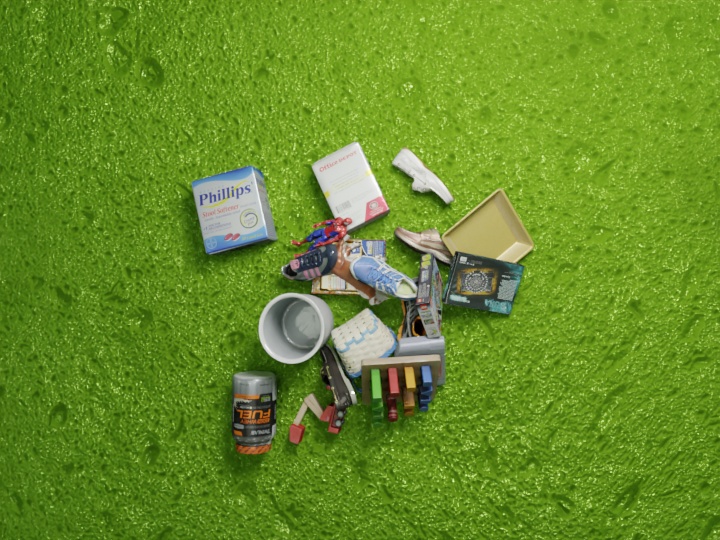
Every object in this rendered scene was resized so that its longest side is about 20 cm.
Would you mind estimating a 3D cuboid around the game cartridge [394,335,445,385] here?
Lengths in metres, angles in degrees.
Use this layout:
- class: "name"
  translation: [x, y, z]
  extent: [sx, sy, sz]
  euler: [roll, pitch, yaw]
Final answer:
- class: "game cartridge"
  translation: [0.152, 0.241, 1.506]
  extent: [0.130, 0.202, 0.041]
  euler: [-4, 47, 6]

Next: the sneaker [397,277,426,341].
- class: "sneaker"
  translation: [0.151, 0.111, 1.529]
  extent: [0.077, 0.077, 0.203]
  euler: [19, 64, -26]

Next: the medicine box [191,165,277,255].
- class: "medicine box"
  translation: [-0.344, -0.161, 1.602]
  extent: [0.179, 0.103, 0.204]
  euler: [-14, 88, 6]

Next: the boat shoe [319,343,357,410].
- class: "boat shoe"
  translation: [-0.073, 0.277, 1.534]
  extent: [0.060, 0.072, 0.202]
  euler: [-21, 45, -13]

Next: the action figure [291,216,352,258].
- class: "action figure"
  translation: [-0.100, -0.092, 1.539]
  extent: [0.198, 0.051, 0.066]
  euler: [-25, 64, 29]

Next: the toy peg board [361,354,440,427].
- class: "toy peg board"
  translation: [0.102, 0.313, 1.479]
  extent: [0.195, 0.202, 0.099]
  euler: [-3, 50, -1]

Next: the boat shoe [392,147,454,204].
- class: "boat shoe"
  translation: [0.166, -0.240, 1.569]
  extent: [0.069, 0.071, 0.200]
  euler: [-45, 77, 5]

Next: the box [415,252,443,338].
- class: "box"
  translation: [0.176, 0.060, 1.476]
  extent: [0.034, 0.201, 0.111]
  euler: [-11, 125, 18]

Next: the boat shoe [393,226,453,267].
- class: "boat shoe"
  translation: [0.185, -0.076, 1.563]
  extent: [0.197, 0.076, 0.073]
  euler: [25, 88, -3]

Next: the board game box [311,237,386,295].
- class: "board game box"
  translation: [-0.031, -0.010, 1.593]
  extent: [0.196, 0.046, 0.155]
  euler: [3, 90, 6]

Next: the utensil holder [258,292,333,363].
- class: "utensil holder"
  translation: [-0.161, 0.143, 1.528]
  extent: [0.166, 0.200, 0.174]
  euler: [0, 89, 5]

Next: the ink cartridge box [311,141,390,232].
- class: "ink cartridge box"
  translation: [-0.024, -0.220, 1.578]
  extent: [0.143, 0.083, 0.203]
  euler: [-25, 87, 6]

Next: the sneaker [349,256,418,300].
- class: "sneaker"
  translation: [0.066, 0.018, 1.466]
  extent: [0.197, 0.077, 0.077]
  euler: [22, 88, -15]

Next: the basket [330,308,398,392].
- class: "basket"
  translation: [0.027, 0.214, 1.547]
  extent: [0.175, 0.139, 0.202]
  euler: [-31, 113, 1]

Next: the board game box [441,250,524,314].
- class: "board game box"
  translation: [0.318, 0.034, 1.514]
  extent: [0.197, 0.028, 0.138]
  euler: [11, 103, -19]

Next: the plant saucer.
- class: "plant saucer"
  translation: [0.325, -0.080, 1.522]
  extent: [0.199, 0.048, 0.201]
  euler: [-39, 113, -2]

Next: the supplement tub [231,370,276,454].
- class: "supplement tub"
  translation: [-0.286, 0.380, 1.576]
  extent: [0.120, 0.123, 0.204]
  euler: [0, 89, 6]

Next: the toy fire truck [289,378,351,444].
- class: "toy fire truck"
  translation: [-0.109, 0.378, 1.593]
  extent: [0.138, 0.049, 0.204]
  euler: [12, 88, 10]

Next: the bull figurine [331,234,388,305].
- class: "bull figurine"
  translation: [0.000, 0.000, 1.535]
  extent: [0.198, 0.065, 0.123]
  euler: [32, 89, 3]

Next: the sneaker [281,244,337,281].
- class: "sneaker"
  translation: [-0.135, -0.016, 1.521]
  extent: [0.081, 0.199, 0.071]
  euler: [3, 68, -36]
